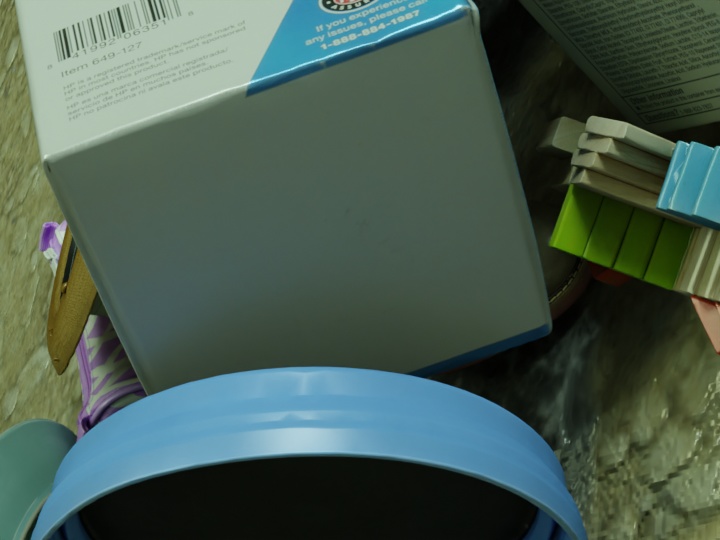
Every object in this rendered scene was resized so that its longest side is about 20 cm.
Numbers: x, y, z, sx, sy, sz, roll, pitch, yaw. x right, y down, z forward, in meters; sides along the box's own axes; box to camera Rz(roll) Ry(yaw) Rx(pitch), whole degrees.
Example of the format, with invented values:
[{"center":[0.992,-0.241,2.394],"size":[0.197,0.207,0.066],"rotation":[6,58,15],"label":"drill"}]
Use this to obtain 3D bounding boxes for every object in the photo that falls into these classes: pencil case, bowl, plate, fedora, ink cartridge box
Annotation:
[{"center":[-0.130,0.034,1.043],"size":[0.084,0.085,0.200],"rotation":[-67,27,27],"label":"pencil case"},{"center":[-0.018,0.099,0.664],"size":[0.201,0.200,0.040],"rotation":[-43,37,43],"label":"bowl"},{"center":[-0.158,0.177,0.944],"size":[0.025,0.200,0.201],"rotation":[-1,67,20],"label":"plate"},{"center":[-0.105,-0.030,0.948],"size":[0.201,0.081,0.202],"rotation":[-165,90,-78],"label":"fedora"},{"center":[-0.035,-0.064,0.687],"size":[0.147,0.145,0.200],"rotation":[-20,39,0],"label":"ink cartridge box"}]

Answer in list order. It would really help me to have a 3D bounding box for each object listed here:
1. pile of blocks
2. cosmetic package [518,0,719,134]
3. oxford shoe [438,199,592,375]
[{"center":[0.112,-0.007,0.616],"size":[0.200,0.082,0.062],"rotation":[21,92,63],"label":"pile of blocks"},{"center":[0.080,-0.143,0.621],"size":[0.073,0.200,0.103],"rotation":[-53,22,-22],"label":"cosmetic package"},{"center":[0.000,0.000,0.770],"size":[0.199,0.075,0.071],"rotation":[-12,53,29],"label":"oxford shoe"}]
